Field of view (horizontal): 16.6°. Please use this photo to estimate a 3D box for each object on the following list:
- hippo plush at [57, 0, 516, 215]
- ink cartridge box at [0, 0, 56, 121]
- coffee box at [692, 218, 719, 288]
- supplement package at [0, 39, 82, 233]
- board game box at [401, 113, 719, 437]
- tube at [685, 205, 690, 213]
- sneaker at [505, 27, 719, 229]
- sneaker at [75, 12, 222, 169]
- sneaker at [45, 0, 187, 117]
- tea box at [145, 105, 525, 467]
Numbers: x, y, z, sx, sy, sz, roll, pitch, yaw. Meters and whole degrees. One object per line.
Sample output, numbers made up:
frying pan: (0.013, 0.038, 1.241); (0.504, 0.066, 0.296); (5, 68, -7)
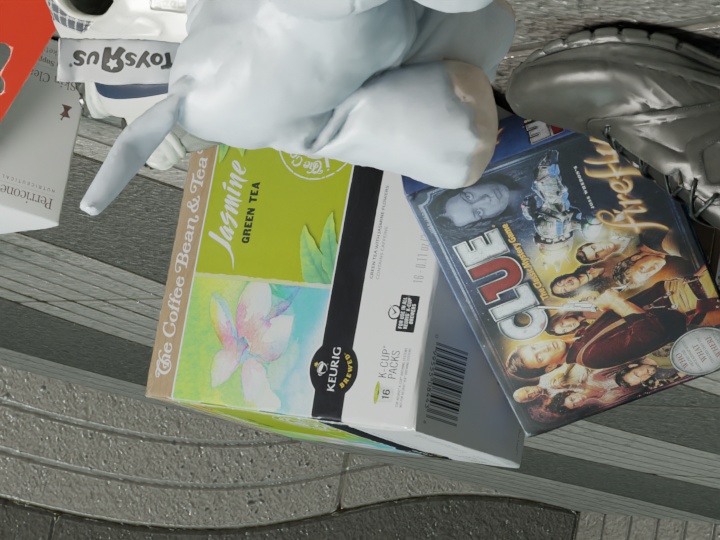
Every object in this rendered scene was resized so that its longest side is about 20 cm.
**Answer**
hippo plush: (-0.014, -0.134, 0.990); (0.198, 0.160, 0.161); (-2, 144, -18)
ink cartridge box: (-0.272, -0.109, 1.327); (0.199, 0.057, 0.163); (19, 126, -27)
coffee box: (0.301, 0.027, 1.674); (0.198, 0.080, 0.113); (13, 171, -13)
supplement package: (-0.289, -0.099, 1.493); (0.199, 0.112, 0.155); (15, 170, -30)
board game box: (0.119, -0.004, 1.361); (0.135, 0.035, 0.201); (-20, 130, 11)
tube: (0.249, -0.052, 1.314); (0.199, 0.078, 0.050); (4, -151, 45)
sneaker: (0.164, -0.067, 1.225); (0.199, 0.092, 0.076); (8, 172, 23)
sneaker: (-0.110, -0.114, 1.363); (0.079, 0.075, 0.200); (-12, 165, 12)
sneaker: (-0.066, -0.128, 1.195); (0.199, 0.077, 0.081); (-9, 127, 32)
tea box: (0.000, 0.000, 1.475); (0.196, 0.202, 0.133); (4, 170, 34)
